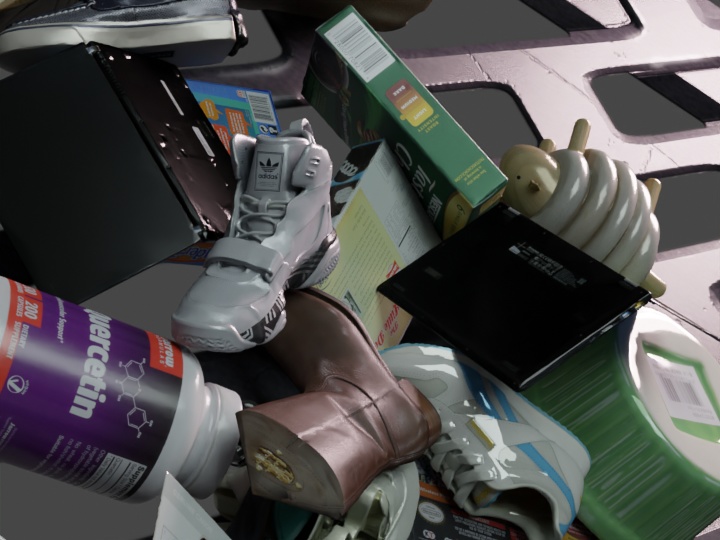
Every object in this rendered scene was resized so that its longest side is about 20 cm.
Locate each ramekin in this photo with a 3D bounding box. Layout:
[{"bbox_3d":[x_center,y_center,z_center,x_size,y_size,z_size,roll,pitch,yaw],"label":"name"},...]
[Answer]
[{"bbox_3d":[0.230,0.125,1.510,0.199,0.098,0.201,33,34,-26],"label":"ramekin"}]

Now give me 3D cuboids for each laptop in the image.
[{"bbox_3d":[0.154,0.038,1.440,0.199,0.117,0.187,-33,37,-18],"label":"laptop"},{"bbox_3d":[-0.177,-0.066,1.372,0.178,0.103,0.200,59,19,14],"label":"laptop"}]

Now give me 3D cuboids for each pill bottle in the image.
[{"bbox_3d":[-0.182,0.084,1.236,0.198,0.112,0.113,21,46,-23],"label":"pill bottle"}]

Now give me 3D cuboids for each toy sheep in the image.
[{"bbox_3d":[0.197,-0.041,1.626,0.199,0.138,0.139,34,42,-19],"label":"toy sheep"}]

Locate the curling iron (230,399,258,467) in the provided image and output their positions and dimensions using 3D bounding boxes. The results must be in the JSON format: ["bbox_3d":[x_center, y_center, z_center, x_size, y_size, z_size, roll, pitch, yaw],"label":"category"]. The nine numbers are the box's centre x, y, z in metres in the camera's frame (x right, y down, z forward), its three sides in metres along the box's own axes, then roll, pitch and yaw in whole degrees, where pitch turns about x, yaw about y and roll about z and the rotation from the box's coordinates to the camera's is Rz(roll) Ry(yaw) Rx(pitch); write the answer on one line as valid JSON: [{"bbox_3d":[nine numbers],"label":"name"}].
[{"bbox_3d":[-0.023,0.158,1.371,0.199,0.025,0.050,35,63,-18],"label":"curling iron"}]

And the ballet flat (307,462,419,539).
[{"bbox_3d":[-0.007,0.184,1.300,0.069,0.069,0.201,36,53,-8],"label":"ballet flat"}]

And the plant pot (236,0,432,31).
[{"bbox_3d":[-0.035,-0.303,1.615,0.197,0.200,0.202,11,51,-41],"label":"plant pot"}]

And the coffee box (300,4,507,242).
[{"bbox_3d":[0.033,-0.111,1.546,0.044,0.123,0.200,-38,80,-19],"label":"coffee box"}]

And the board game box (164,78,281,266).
[{"bbox_3d":[-0.144,-0.079,1.447,0.198,0.045,0.153,6,55,-36],"label":"board game box"}]

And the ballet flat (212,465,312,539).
[{"bbox_3d":[-0.079,0.175,1.280,0.073,0.073,0.201,37,47,-8],"label":"ballet flat"}]

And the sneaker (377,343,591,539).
[{"bbox_3d":[0.082,0.126,1.382,0.199,0.077,0.081,32,46,-12],"label":"sneaker"}]

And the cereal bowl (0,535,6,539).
[{"bbox_3d":[-0.267,0.236,1.069,0.198,0.083,0.202,21,47,-24],"label":"cereal bowl"}]

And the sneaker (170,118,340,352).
[{"bbox_3d":[-0.075,-0.027,1.294,0.074,0.116,0.200,8,26,22],"label":"sneaker"}]

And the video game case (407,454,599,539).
[{"bbox_3d":[0.103,0.186,1.428,0.199,0.025,0.182,21,43,-29],"label":"video game case"}]

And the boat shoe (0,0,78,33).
[{"bbox_3d":[-0.271,-0.222,1.446,0.199,0.072,0.065,-32,80,-42],"label":"boat shoe"}]

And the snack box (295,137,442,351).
[{"bbox_3d":[0.000,0.000,1.470,0.117,0.037,0.201,60,36,-24],"label":"snack box"}]

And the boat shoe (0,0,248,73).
[{"bbox_3d":[-0.191,-0.206,1.457,0.198,0.075,0.094,-6,75,-22],"label":"boat shoe"}]

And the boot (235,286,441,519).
[{"bbox_3d":[-0.048,0.084,1.274,0.186,0.065,0.200,36,24,15],"label":"boot"}]

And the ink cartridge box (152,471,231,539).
[{"bbox_3d":[-0.115,0.250,1.136,0.160,0.047,0.202,55,33,-42],"label":"ink cartridge box"}]
